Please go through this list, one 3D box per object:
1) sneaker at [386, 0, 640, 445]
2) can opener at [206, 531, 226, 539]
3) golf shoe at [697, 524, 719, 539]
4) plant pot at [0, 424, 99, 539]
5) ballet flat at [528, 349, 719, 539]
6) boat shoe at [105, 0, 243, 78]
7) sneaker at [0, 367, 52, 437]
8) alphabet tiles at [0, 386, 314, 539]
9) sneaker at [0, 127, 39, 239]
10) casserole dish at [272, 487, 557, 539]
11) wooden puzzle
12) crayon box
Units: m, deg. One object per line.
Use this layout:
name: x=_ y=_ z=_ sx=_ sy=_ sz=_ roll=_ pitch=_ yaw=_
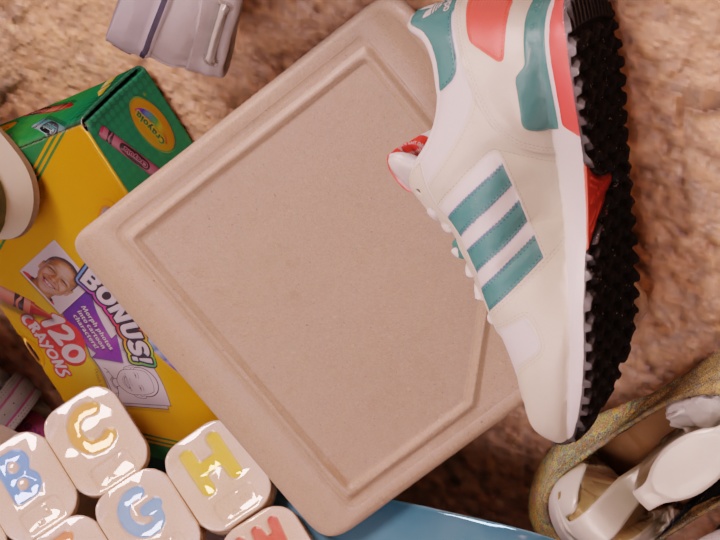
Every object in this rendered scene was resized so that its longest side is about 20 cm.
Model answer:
sneaker: x=0.063 y=-0.025 z=1.153 sx=0.093 sy=0.070 sz=0.200 roll=4 pitch=112 yaw=23
can opener: x=-0.060 y=0.171 z=1.418 sx=0.200 sy=0.053 sz=0.066 roll=44 pitch=169 yaw=-3
golf shoe: x=0.159 y=0.185 z=1.267 sx=0.073 sy=0.092 sz=0.200 roll=28 pitch=156 yaw=12
plant pot: x=-0.222 y=0.179 z=1.365 sx=0.200 sy=0.135 sz=0.200 roll=12 pitch=140 yaw=11
ballet flat: x=0.130 y=0.092 z=1.221 sx=0.071 sy=0.071 sz=0.200 roll=45 pitch=134 yaw=-5
boat shoe: x=-0.047 y=-0.159 z=1.140 sx=0.066 sy=0.072 sz=0.200 roll=22 pitch=127 yaw=-8
sneaker: x=-0.205 y=0.071 z=1.410 sx=0.088 sy=0.081 sz=0.200 roll=-4 pitch=129 yaw=32
alphabet tiles: x=-0.118 y=0.161 z=1.269 sx=0.196 sy=0.200 sz=0.015 roll=56 pitch=179 yaw=15
sneaker: x=-0.242 y=-0.078 z=1.243 sx=0.200 sy=0.090 sz=0.067 roll=45 pitch=129 yaw=11
casserole dish: x=0.037 y=0.147 z=1.300 sx=0.200 sy=0.039 sz=0.121 roll=10 pitch=160 yaw=25
wooden puzzle: x=0.000 y=0.000 z=1.222 sx=0.200 sy=0.037 sz=0.185 roll=-36 pitch=101 yaw=20
crayon box: x=-0.106 y=0.011 z=1.310 sx=0.119 sy=0.058 sz=0.200 roll=-18 pitch=112 yaw=39
